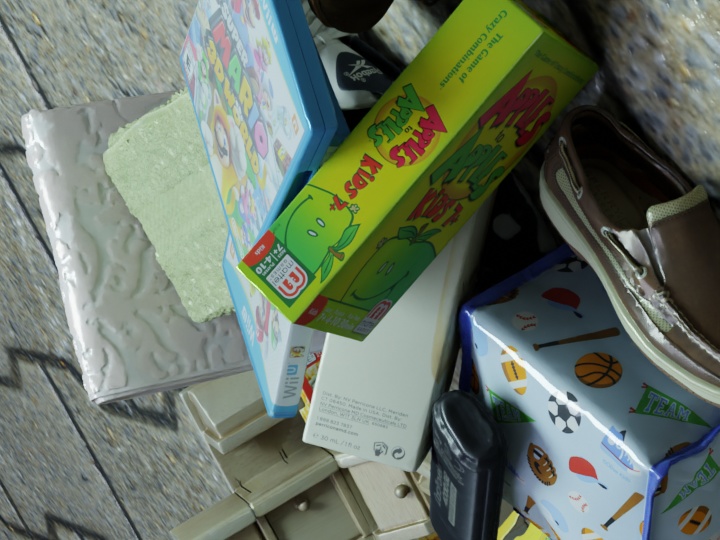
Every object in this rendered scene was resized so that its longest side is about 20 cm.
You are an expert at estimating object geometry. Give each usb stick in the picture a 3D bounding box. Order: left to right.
[{"bbox_3d":[0.061,0.123,1.640,0.055,0.033,0.200,59,169,20],"label":"usb stick"}]

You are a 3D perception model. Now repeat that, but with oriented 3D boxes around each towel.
[{"bbox_3d":[-0.120,-0.023,1.894,0.032,0.191,0.200,-31,72,59],"label":"towel"},{"bbox_3d":[-0.085,-0.049,1.786,0.200,0.036,0.149,-30,89,55],"label":"towel"}]

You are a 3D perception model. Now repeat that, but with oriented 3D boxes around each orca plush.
[{"bbox_3d":[0.085,0.031,1.726,0.105,0.071,0.200,41,155,39],"label":"orca plush"}]

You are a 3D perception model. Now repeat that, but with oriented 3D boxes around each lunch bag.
[{"bbox_3d":[0.146,0.107,1.626,0.170,0.124,0.200,43,148,34],"label":"lunch bag"}]

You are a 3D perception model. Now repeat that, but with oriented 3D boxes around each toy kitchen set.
[{"bbox_3d":[-0.029,0.145,1.950,0.163,0.200,0.180,62,168,-15],"label":"toy kitchen set"}]

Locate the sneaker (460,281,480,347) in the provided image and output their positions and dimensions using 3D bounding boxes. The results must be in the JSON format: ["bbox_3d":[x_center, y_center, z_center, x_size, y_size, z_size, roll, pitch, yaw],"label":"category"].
[{"bbox_3d":[0.030,0.032,1.856,0.077,0.076,0.200,52,159,1],"label":"sneaker"}]

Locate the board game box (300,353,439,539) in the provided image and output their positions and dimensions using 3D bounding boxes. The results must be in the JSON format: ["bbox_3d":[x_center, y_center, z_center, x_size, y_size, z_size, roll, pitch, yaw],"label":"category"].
[{"bbox_3d":[-0.027,0.129,2.185,0.200,0.046,0.151,62,160,-12],"label":"board game box"}]

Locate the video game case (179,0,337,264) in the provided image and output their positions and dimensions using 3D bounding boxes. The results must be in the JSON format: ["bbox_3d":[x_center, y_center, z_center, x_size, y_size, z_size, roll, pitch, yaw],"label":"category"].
[{"bbox_3d":[-0.058,-0.099,1.529,0.200,0.018,0.143,120,137,-65],"label":"video game case"}]

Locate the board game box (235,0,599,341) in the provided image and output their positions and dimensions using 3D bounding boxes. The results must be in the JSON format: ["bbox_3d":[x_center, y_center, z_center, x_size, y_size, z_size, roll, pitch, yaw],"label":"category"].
[{"bbox_3d":[0.032,-0.055,1.492,0.048,0.200,0.102,44,-170,21],"label":"board game box"}]

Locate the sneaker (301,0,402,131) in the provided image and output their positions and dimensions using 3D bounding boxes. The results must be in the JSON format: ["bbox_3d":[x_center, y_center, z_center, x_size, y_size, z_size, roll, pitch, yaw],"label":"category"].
[{"bbox_3d":[-0.027,-0.142,1.740,0.129,0.079,0.199,13,117,42],"label":"sneaker"}]

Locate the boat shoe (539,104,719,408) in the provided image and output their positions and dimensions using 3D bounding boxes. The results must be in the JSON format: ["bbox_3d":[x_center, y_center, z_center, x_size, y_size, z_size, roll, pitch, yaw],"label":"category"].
[{"bbox_3d":[0.162,-0.009,1.483,0.202,0.075,0.075,47,152,30],"label":"boat shoe"}]

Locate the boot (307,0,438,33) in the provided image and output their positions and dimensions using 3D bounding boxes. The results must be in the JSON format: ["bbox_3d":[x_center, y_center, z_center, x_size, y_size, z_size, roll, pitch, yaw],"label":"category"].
[{"bbox_3d":[0.024,-0.170,1.577,0.075,0.074,0.200,49,157,6],"label":"boot"}]

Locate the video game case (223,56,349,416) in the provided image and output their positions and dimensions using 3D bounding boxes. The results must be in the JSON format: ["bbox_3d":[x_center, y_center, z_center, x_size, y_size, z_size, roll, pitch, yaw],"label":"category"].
[{"bbox_3d":[-0.045,-0.037,1.630,0.143,0.018,0.200,-111,26,-48],"label":"video game case"}]

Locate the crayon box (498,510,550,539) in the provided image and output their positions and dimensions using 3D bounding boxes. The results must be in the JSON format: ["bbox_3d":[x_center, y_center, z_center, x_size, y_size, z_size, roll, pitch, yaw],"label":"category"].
[{"bbox_3d":[0.137,0.221,1.756,0.127,0.051,0.200,-52,34,30],"label":"crayon box"}]

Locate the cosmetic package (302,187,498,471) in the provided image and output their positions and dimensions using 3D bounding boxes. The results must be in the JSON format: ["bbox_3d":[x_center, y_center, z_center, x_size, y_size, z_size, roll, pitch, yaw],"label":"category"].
[{"bbox_3d":[0.029,0.002,1.620,0.105,0.071,0.200,-55,-21,-71],"label":"cosmetic package"}]
